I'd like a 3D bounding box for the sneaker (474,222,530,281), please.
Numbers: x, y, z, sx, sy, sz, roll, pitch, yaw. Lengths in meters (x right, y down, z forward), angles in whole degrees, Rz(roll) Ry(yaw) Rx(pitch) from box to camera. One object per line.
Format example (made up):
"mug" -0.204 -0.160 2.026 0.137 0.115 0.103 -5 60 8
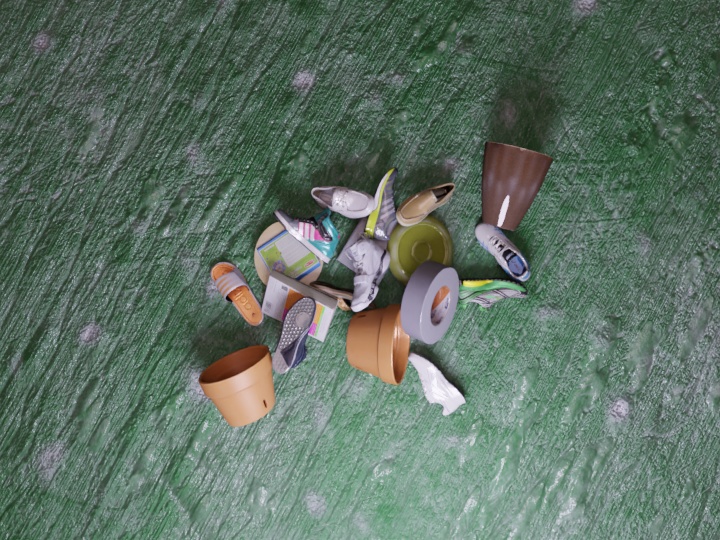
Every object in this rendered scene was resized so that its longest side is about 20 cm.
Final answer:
"sneaker" 0.390 -0.056 1.469 0.072 0.073 0.201 -41 78 0

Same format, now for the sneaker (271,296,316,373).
"sneaker" -0.167 0.169 1.441 0.075 0.146 0.208 25 87 9

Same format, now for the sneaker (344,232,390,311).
"sneaker" 0.000 0.000 1.404 0.115 0.074 0.204 42 56 -22

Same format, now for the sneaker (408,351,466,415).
"sneaker" 0.196 0.306 1.459 0.087 0.074 0.200 -44 86 4

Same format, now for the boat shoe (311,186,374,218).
"boat shoe" -0.053 -0.189 1.454 0.194 0.069 0.074 11 84 34

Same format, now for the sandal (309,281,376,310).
"sandal" -0.051 0.078 1.479 0.192 0.080 0.056 15 97 5

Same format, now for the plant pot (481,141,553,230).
"plant pot" 0.397 -0.219 1.443 0.179 0.187 0.208 14 102 3

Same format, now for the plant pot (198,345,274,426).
"plant pot" -0.308 0.308 1.419 0.193 0.200 0.145 -20 103 1

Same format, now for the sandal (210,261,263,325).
"sandal" -0.341 0.061 1.496 0.079 0.059 0.208 -40 86 -1

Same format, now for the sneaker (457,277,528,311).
"sneaker" 0.358 0.064 1.472 0.191 0.078 0.089 -2 93 11

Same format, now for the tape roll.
"tape roll" 0.184 0.083 1.406 0.065 0.198 0.207 18 86 34

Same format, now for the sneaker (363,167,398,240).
"sneaker" 0.070 -0.177 1.465 0.078 0.074 0.207 18 94 -4

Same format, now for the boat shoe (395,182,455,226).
"boat shoe" 0.177 -0.189 1.446 0.198 0.076 0.073 -36 89 -28

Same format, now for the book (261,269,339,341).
"book" -0.169 0.100 1.466 0.194 0.048 0.137 25 125 3

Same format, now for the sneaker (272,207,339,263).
"sneaker" -0.132 -0.129 1.455 0.198 0.084 0.122 39 88 -8

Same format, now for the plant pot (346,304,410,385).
"plant pot" 0.046 0.189 1.421 0.134 0.199 0.209 3 86 19

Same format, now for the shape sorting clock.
"shape sorting clock" -0.199 -0.037 1.507 0.191 0.039 0.209 0 85 -4

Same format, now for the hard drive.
"hard drive" 0.041 -0.077 1.505 0.137 0.033 0.204 32 88 3

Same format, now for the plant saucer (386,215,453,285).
"plant saucer" 0.168 -0.051 1.481 0.191 0.031 0.209 -1 93 -9
